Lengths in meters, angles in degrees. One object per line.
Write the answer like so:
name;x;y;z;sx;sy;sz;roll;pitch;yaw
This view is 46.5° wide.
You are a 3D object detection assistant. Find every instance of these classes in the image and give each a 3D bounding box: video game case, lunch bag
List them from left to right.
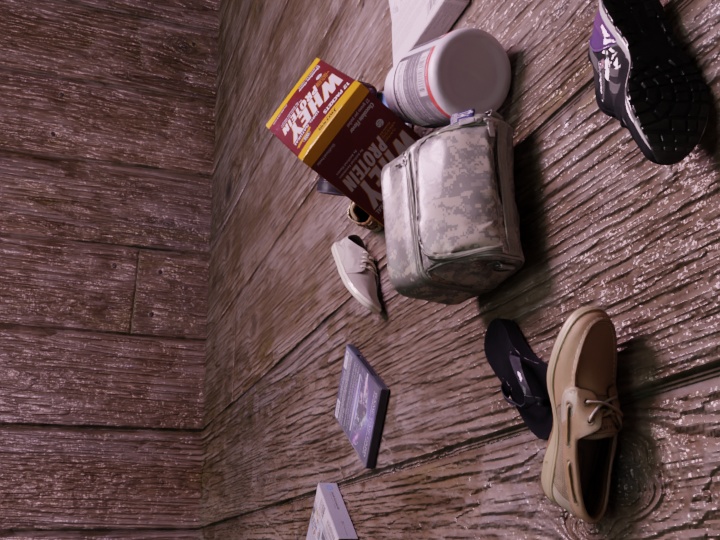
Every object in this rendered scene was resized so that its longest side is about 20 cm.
video game case;-0.002;0.231;1.458;0.200;0.019;0.144;-138;55;-65
lunch bag;0.123;-0.075;1.030;0.167;0.138;0.202;-26;59;49

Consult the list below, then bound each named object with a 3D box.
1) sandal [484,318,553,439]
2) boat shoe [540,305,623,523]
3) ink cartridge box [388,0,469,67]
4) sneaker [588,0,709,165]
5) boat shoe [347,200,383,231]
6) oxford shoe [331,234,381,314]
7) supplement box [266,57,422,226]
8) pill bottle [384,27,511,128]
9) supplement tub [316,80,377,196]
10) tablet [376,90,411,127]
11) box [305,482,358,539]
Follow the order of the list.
sandal;0.177;0.123;0.940;0.200;0.042;0.077;-125;44;-62
boat shoe;0.219;0.135;0.790;0.064;0.071;0.202;-153;62;-63
ink cartridge box;0.102;-0.435;1.313;0.200;0.044;0.178;135;136;-61
sneaker;0.259;-0.165;0.776;0.088;0.075;0.202;99;171;-57
boat shoe;0.016;-0.107;1.419;0.200;0.073;0.077;-174;90;-71
oxford shoe;0.000;0.000;1.458;0.058;0.075;0.201;-39;37;12
supplement box;-0.007;-0.187;1.250;0.133;0.197;0.200;-51;31;6
pill bottle;0.109;-0.253;1.134;0.200;0.115;0.117;-163;79;-71
supplement tub;-0.033;-0.236;1.507;0.107;0.106;0.202;-163;81;-70
tablet;0.048;-0.245;1.460;0.200;0.014;0.132;-146;64;-68
box;-0.062;0.514;1.515;0.156;0.041;0.202;-125;45;-62
